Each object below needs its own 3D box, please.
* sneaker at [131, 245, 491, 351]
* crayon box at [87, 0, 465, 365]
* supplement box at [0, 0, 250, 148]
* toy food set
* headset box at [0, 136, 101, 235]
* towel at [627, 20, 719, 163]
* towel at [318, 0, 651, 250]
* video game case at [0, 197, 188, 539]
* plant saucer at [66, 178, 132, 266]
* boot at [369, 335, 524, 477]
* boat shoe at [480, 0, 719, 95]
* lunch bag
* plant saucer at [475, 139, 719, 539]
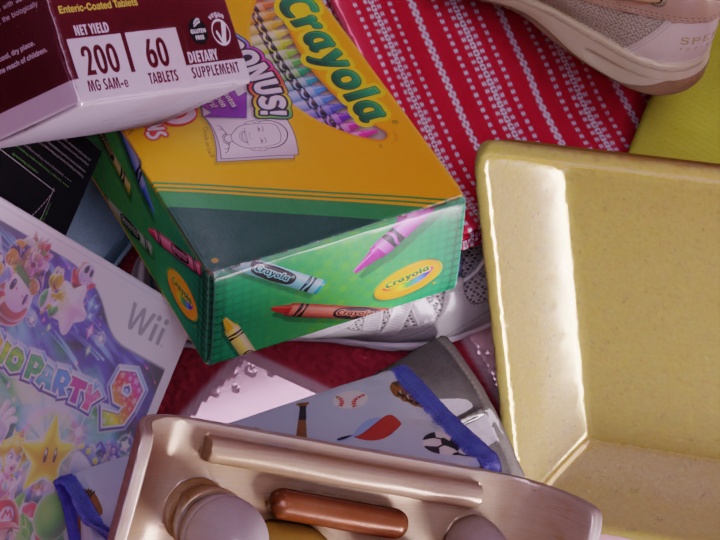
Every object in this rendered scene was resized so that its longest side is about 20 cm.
[{"bbox_3d":[0.000,0.000,1.333,0.199,0.082,0.075,-11,83,-12],"label":"sneaker"},{"bbox_3d":[-0.053,-0.058,1.287,0.119,0.058,0.200,-17,48,-21],"label":"crayon box"},{"bbox_3d":[-0.126,-0.156,1.194,0.109,0.061,0.200,-13,83,-52],"label":"supplement box"},{"bbox_3d":[-0.014,0.142,1.140,0.200,0.060,0.144,12,99,-24],"label":"toy food set"},{"bbox_3d":[-0.233,0.004,1.245,0.174,0.093,0.200,16,77,31],"label":"headset box"},{"bbox_3d":[0.177,-0.080,1.381,0.086,0.018,0.200,29,61,-9],"label":"towel"},{"bbox_3d":[0.086,-0.096,1.361,0.200,0.022,0.145,-18,80,-32],"label":"towel"},{"bbox_3d":[-0.150,0.083,1.209,0.143,0.018,0.200,33,74,-49],"label":"video game case"},{"bbox_3d":[-0.162,0.013,1.336,0.070,0.019,0.200,36,78,-3],"label":"plant saucer"},{"bbox_3d":[-0.042,0.083,1.319,0.200,0.073,0.182,-29,102,-7],"label":"boot"},{"bbox_3d":[0.072,-0.152,1.316,0.200,0.065,0.072,32,46,17],"label":"boat shoe"},{"bbox_3d":[-0.020,0.168,1.245,0.170,0.124,0.200,-15,118,-17],"label":"lunch bag"},{"bbox_3d":[0.157,0.030,1.297,0.199,0.200,0.048,9,34,25],"label":"plant saucer"}]
